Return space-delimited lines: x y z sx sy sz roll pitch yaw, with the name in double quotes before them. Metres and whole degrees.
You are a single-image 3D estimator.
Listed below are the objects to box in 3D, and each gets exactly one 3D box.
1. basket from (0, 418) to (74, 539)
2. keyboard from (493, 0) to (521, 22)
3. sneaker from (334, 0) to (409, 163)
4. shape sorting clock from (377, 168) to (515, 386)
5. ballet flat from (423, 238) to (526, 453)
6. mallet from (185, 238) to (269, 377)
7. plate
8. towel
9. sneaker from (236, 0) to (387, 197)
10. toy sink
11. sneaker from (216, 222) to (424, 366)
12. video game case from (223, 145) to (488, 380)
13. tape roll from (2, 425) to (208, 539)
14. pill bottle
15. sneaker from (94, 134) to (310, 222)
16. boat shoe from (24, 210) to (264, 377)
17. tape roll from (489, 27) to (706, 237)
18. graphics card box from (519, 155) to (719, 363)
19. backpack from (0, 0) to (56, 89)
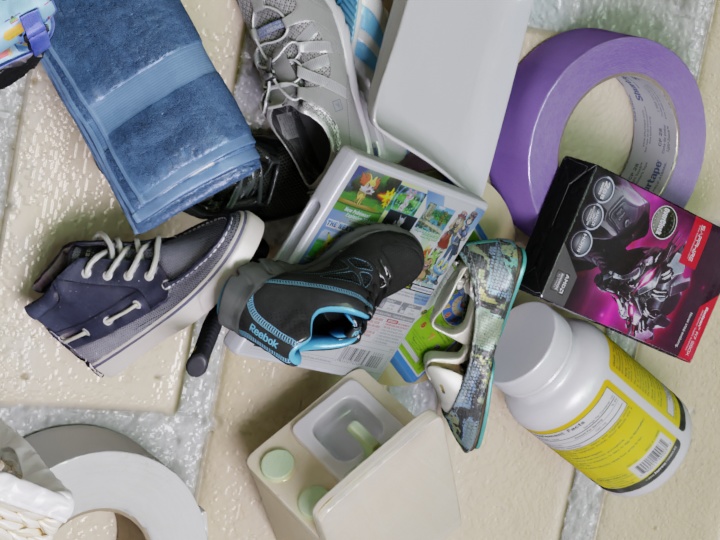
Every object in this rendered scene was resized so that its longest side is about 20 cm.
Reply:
"basket" -0.344 0.164 1.270 0.200 0.198 0.161 28 90 -34
"keyboard" 0.145 -0.276 1.560 0.200 0.011 0.056 -50 123 -10
"sneaker" 0.000 -0.179 1.468 0.081 0.076 0.201 -26 118 -40
"shape sorting clock" 0.053 0.006 1.564 0.199 0.039 0.201 -16 122 -27
"ballet flat" 0.088 0.062 1.560 0.074 0.074 0.201 -1 113 -31
"mallet" -0.104 0.021 1.381 0.041 0.200 0.066 29 105 -8
"plate" 0.070 -0.180 1.472 0.200 0.032 0.201 29 73 -57
"towel" -0.162 -0.138 1.315 0.111 0.049 0.201 -29 86 6
"sneaker" -0.047 -0.151 1.402 0.082 0.075 0.201 -31 95 -50
"toy sink" -0.007 0.172 1.491 0.130 0.112 0.200 -40 150 -16
"sneaker" -0.014 0.024 1.353 0.200 0.082 0.073 -21 139 -43
"video game case" 0.000 0.000 1.446 0.200 0.022 0.183 16 110 -54
"tape roll" -0.224 0.227 1.437 0.202 0.071 0.203 -9 107 -29
"pill bottle" 0.203 0.114 1.644 0.200 0.112 0.113 39 82 -33
"sneaker" -0.098 -0.071 1.408 0.199 0.114 0.077 14 98 -36
"boat shoe" -0.167 0.002 1.355 0.093 0.075 0.200 38 122 -24
"tape roll" 0.212 -0.113 1.615 0.199 0.066 0.201 -9 107 -30
"graphics card box" 0.237 -0.008 1.592 0.199 0.051 0.126 23 91 -33
"backpack" -0.326 -0.180 1.211 0.199 0.134 0.183 -29 99 -14
